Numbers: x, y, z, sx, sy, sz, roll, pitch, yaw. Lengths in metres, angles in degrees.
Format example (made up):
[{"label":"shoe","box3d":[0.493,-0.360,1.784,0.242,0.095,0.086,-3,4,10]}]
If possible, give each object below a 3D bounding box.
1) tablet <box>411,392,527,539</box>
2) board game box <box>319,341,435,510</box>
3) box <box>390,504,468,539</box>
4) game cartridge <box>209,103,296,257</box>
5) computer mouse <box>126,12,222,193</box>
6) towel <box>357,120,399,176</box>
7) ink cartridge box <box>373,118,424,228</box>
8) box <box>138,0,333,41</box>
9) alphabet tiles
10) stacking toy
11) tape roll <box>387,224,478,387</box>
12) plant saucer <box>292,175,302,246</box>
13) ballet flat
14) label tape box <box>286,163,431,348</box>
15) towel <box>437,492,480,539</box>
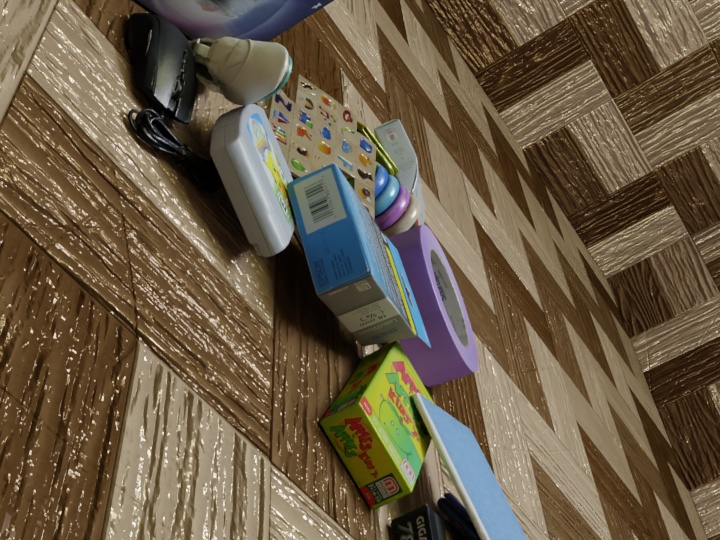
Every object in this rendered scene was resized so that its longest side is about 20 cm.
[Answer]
[{"label":"tablet","box3d":[0.121,0.224,1.069,0.130,0.014,0.200,39,19,-46]},{"label":"board game box","box3d":[0.026,0.154,1.064,0.102,0.048,0.200,59,18,-5]},{"label":"box","box3d":[0.109,0.357,0.989,0.199,0.050,0.200,45,24,-39]},{"label":"game cartridge","box3d":[-0.104,-0.101,1.043,0.200,0.040,0.134,-85,150,-73]},{"label":"computer mouse","box3d":[-0.170,-0.172,1.018,0.140,0.046,0.201,44,24,-43]},{"label":"towel","box3d":[0.004,-0.189,1.475,0.086,0.018,0.200,50,1,-21]},{"label":"ink cartridge box","box3d":[0.082,-0.104,1.537,0.201,0.057,0.163,63,-3,21]},{"label":"box","box3d":[-0.135,-0.356,1.144,0.200,0.198,0.124,25,42,-61]},{"label":"alphabet tiles","box3d":[-0.046,-0.160,1.268,0.167,0.008,0.200,33,36,-25]},{"label":"stacking toy","box3d":[-0.009,-0.129,1.361,0.200,0.085,0.086,47,22,-25]},{"label":"tape roll","box3d":[0.087,0.045,1.319,0.200,0.065,0.201,-21,90,-76]},{"label":"plant saucer","box3d":[-0.031,-0.053,1.251,0.200,0.032,0.200,51,19,-26]},{"label":"ballet flat","box3d":[-0.137,-0.211,1.049,0.070,0.069,0.200,52,-13,-26]},{"label":"label tape box","box3d":[0.000,0.000,1.103,0.200,0.063,0.145,52,17,-56]},{"label":"towel","box3d":[0.173,0.332,1.145,0.200,0.024,0.147,46,-6,-40]}]
